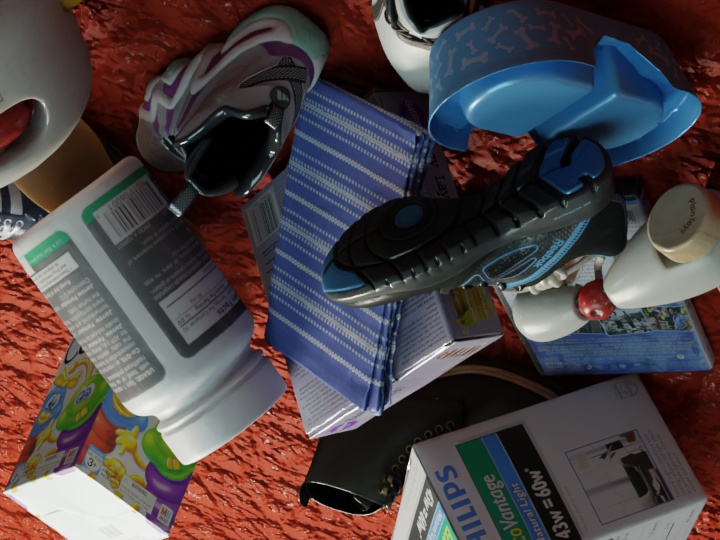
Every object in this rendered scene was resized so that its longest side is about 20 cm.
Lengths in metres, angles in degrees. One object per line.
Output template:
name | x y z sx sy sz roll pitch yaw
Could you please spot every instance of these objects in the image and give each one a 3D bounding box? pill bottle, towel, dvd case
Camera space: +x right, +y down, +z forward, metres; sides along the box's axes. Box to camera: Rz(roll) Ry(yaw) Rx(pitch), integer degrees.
pill bottle | -0.147 0.030 1.344 0.113 0.113 0.201 -29 99 45
towel | -0.010 -0.018 1.284 0.024 0.202 0.144 -3 -159 -36
dvd case | 0.166 0.010 1.390 0.141 0.018 0.201 -3 139 28

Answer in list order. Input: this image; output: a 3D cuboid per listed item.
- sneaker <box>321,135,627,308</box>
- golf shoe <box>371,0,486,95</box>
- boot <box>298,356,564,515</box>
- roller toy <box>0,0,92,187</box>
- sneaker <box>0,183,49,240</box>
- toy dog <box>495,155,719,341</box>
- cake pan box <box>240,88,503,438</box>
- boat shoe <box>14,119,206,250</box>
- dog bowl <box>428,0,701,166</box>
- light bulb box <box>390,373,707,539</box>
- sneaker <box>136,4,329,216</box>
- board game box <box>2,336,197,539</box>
sneaker | 0.073 -0.010 1.185 0.198 0.074 0.082 -18 134 14
golf shoe | 0.037 -0.165 1.163 0.077 0.095 0.201 12 144 8
boot | 0.057 0.142 1.506 0.198 0.139 0.078 3 141 20
roller toy | -0.277 -0.149 1.247 0.198 0.184 0.140 4 140 20
sneaker | -0.301 -0.045 1.452 0.199 0.109 0.070 36 141 -21
toy dog | 0.189 -0.020 1.274 0.198 0.097 0.132 -5 145 24
cake pan box | 0.000 0.000 1.325 0.052 0.186 0.200 -3 157 -37
boat shoe | -0.202 -0.062 1.423 0.200 0.070 0.070 43 178 -20
dog bowl | 0.121 -0.113 1.156 0.199 0.050 0.111 7 151 -43
light bulb box | 0.138 0.206 1.484 0.198 0.125 0.199 -16 147 -19
sneaker | -0.109 -0.085 1.288 0.077 0.141 0.200 33 141 -19
board game box | -0.186 0.111 1.522 0.103 0.201 0.104 40 139 -27
